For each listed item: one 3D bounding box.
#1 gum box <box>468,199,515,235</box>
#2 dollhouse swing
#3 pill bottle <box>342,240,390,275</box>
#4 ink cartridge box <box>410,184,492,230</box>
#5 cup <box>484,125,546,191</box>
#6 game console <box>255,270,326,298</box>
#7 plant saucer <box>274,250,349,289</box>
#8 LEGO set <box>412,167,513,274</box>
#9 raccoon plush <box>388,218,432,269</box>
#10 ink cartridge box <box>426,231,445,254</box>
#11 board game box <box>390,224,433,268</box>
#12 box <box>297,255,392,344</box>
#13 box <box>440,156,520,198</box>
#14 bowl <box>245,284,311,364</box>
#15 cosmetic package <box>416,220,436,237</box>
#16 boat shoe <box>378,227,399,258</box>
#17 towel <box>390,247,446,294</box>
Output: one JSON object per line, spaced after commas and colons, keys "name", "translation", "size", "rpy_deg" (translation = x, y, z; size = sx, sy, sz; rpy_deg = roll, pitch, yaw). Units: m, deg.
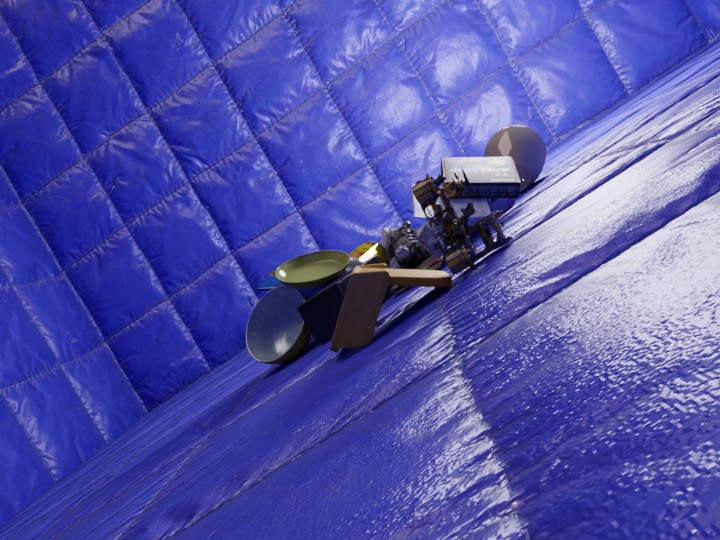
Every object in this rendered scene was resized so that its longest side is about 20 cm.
{"name": "gum box", "translation": [0.327, -0.186, 1.690], "size": [0.197, 0.115, 0.066], "rpy_deg": [-33, 2, -8]}
{"name": "dollhouse swing", "translation": [0.054, 0.070, 1.090], "size": [0.200, 0.171, 0.187], "rpy_deg": [-74, 0, -86]}
{"name": "pill bottle", "translation": [0.000, 0.000, 1.644], "size": [0.108, 0.111, 0.200], "rpy_deg": [-31, 5, 33]}
{"name": "ink cartridge box", "translation": [0.229, -0.167, 1.558], "size": [0.194, 0.042, 0.201], "rpy_deg": [0, 33, 3]}
{"name": "cup", "translation": [0.486, -0.329, 1.904], "size": [0.198, 0.200, 0.145], "rpy_deg": [-30, 26, 35]}
{"name": "game console", "translation": [-0.161, 0.059, 1.647], "size": [0.194, 0.173, 0.120], "rpy_deg": [-3, 47, 16]}
{"name": "plant saucer", "translation": [-0.120, 0.001, 1.534], "size": [0.194, 0.032, 0.201], "rpy_deg": [-10, 21, 4]}
{"name": "LEGO set", "translation": [0.186, -0.097, 1.059], "size": [0.114, 0.204, 0.153], "rpy_deg": [-29, -17, 20]}
{"name": "raccoon plush", "translation": [0.116, -0.079, 1.545], "size": [0.095, 0.136, 0.200], "rpy_deg": [-26, -19, 1]}
{"name": "ink cartridge box", "translation": [0.234, -0.084, 1.820], "size": [0.197, 0.043, 0.119], "rpy_deg": [-32, 2, -16]}
{"name": "board game box", "translation": [0.134, -0.048, 1.768], "size": [0.136, 0.034, 0.200], "rpy_deg": [-60, 9, -16]}
{"name": "box", "translation": [-0.031, 0.068, 1.444], "size": [0.146, 0.106, 0.199], "rpy_deg": [-30, 3, 34]}
{"name": "box", "translation": [0.311, -0.246, 1.592], "size": [0.194, 0.047, 0.161], "rpy_deg": [1, 34, 5]}
{"name": "bowl", "translation": [-0.185, 0.151, 1.529], "size": [0.198, 0.203, 0.107], "rpy_deg": [-32, -40, 18]}
{"name": "cosmetic package", "translation": [0.222, -0.133, 1.864], "size": [0.082, 0.051, 0.200], "rpy_deg": [-37, 0, -17]}
{"name": "boat shoe", "translation": [0.087, -0.068, 1.774], "size": [0.058, 0.074, 0.202], "rpy_deg": [-7, -19, -8]}
{"name": "towel", "translation": [0.146, 0.001, 1.442], "size": [0.142, 0.023, 0.200], "rpy_deg": [-34, 1, 16]}
